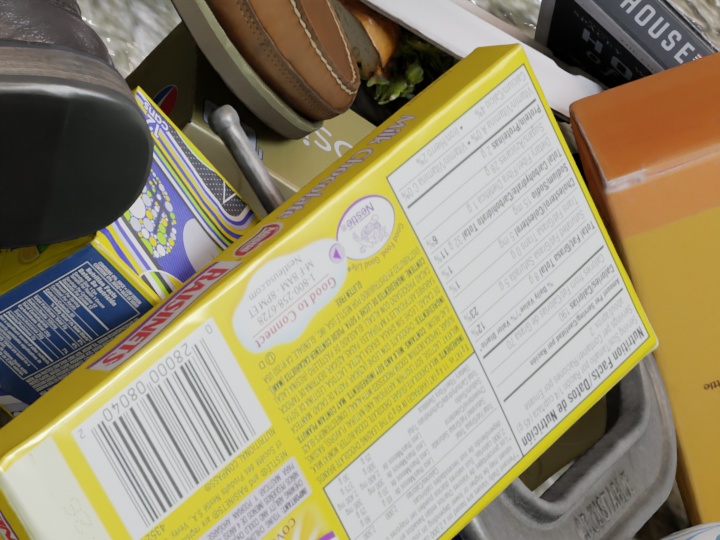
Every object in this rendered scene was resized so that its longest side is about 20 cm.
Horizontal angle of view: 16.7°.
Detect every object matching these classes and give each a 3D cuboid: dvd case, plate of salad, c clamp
[{"bbox_3d":[0.132,-0.058,0.992,0.150,0.025,0.200,44,-2,6],"label":"dvd case"},{"bbox_3d":[0.027,-0.086,0.959,0.199,0.048,0.200,29,8,-4],"label":"plate of salad"},{"bbox_3d":[0.044,0.015,0.760,0.200,0.027,0.172,-18,82,-63],"label":"c clamp"}]

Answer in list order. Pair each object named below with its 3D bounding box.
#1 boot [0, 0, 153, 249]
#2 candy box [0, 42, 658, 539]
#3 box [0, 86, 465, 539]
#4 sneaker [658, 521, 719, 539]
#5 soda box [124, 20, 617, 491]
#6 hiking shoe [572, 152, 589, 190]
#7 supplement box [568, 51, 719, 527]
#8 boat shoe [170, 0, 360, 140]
[{"bbox_3d":[-0.150,-0.083,0.640,0.199,0.069,0.175,9,36,-27],"label":"boot"},{"bbox_3d":[-0.006,0.034,0.649,0.200,0.026,0.103,-39,116,-30],"label":"candy box"},{"bbox_3d":[-0.029,0.047,0.703,0.200,0.064,0.070,48,31,-29],"label":"box"},{"bbox_3d":[0.145,0.164,0.759,0.201,0.072,0.072,56,40,-18],"label":"sneaker"},{"bbox_3d":[0.000,0.000,0.834,0.199,0.068,0.064,33,33,-27],"label":"soda box"},{"bbox_3d":[0.116,-0.004,0.985,0.199,0.076,0.101,17,44,-39],"label":"hiking shoe"},{"bbox_3d":[0.134,0.026,0.891,0.069,0.066,0.201,-108,179,-60],"label":"supplement box"},{"bbox_3d":[-0.036,-0.120,0.720,0.200,0.068,0.072,57,10,-43],"label":"boat shoe"}]
